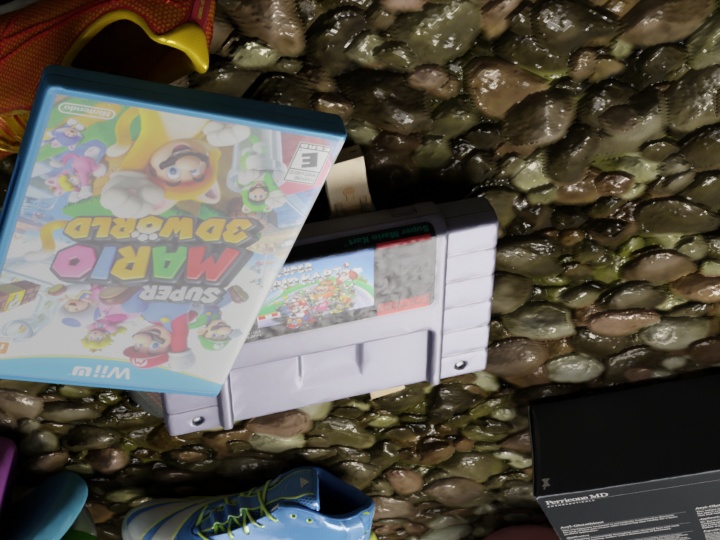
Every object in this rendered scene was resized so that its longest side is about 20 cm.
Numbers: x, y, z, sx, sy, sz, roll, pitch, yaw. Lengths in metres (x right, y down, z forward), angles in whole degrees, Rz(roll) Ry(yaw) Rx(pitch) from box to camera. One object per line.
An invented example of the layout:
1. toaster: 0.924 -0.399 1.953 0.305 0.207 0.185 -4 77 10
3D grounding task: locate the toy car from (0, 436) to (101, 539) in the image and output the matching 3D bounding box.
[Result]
1. toy car: -0.282 0.192 1.034 0.199 0.175 0.151 3 109 -4

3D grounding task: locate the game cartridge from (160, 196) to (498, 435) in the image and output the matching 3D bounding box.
1. game cartridge: -0.020 0.027 0.813 0.199 0.038 0.130 -11 139 -11

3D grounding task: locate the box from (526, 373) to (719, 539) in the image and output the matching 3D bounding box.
1. box: 0.233 0.143 1.012 0.199 0.079 0.141 -11 147 16

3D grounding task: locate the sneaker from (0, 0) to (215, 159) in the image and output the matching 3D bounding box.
1. sneaker: -0.153 -0.089 0.679 0.200 0.077 0.073 -26 140 34

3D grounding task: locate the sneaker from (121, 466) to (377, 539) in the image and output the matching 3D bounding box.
1. sneaker: -0.080 0.185 1.091 0.199 0.076 0.105 8 126 -12

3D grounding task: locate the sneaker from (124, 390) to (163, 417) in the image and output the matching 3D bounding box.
1. sneaker: -0.131 0.041 0.868 0.200 0.071 0.098 28 134 -36

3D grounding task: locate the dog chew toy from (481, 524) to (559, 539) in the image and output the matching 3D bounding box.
1. dog chew toy: 0.171 0.282 1.180 0.200 0.125 0.124 21 140 -39

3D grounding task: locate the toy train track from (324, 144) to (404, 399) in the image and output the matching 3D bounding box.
1. toy train track: 0.000 0.000 0.841 0.114 0.033 0.200 -17 136 -5

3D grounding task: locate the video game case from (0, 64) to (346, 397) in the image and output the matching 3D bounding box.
1. video game case: -0.108 -0.010 0.700 0.143 0.018 0.200 7 135 -24
